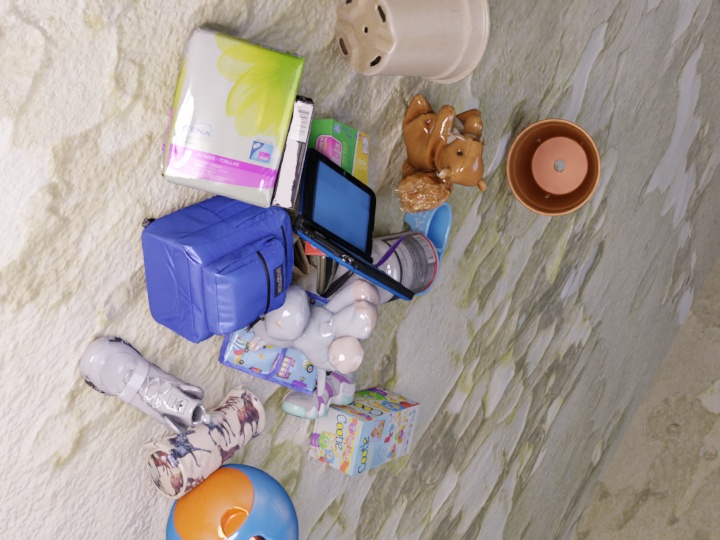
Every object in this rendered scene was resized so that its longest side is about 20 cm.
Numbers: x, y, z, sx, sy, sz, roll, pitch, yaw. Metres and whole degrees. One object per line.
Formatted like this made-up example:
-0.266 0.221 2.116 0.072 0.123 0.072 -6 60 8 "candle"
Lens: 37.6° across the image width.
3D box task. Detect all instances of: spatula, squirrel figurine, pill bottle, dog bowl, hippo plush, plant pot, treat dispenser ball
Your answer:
0.000 0.000 1.694 0.021 0.199 0.056 56 34 -2 "spatula"
0.146 -0.180 1.823 0.140 0.187 0.202 16 115 -31 "squirrel figurine"
0.041 -0.003 1.831 0.199 0.113 0.116 -13 117 -54 "pill bottle"
0.118 -0.046 1.992 0.111 0.049 0.203 7 100 -59 "dog bowl"
-0.074 0.067 1.565 0.200 0.159 0.161 -39 -152 65 "hippo plush"
0.420 -0.222 2.265 0.140 0.197 0.203 -21 124 -71 "plant pot"
0.066 -0.378 1.624 0.182 0.199 0.204 -17 121 -40 "plant pot"
-0.190 0.393 1.582 0.200 0.199 0.204 -33 133 -46 "treat dispenser ball"

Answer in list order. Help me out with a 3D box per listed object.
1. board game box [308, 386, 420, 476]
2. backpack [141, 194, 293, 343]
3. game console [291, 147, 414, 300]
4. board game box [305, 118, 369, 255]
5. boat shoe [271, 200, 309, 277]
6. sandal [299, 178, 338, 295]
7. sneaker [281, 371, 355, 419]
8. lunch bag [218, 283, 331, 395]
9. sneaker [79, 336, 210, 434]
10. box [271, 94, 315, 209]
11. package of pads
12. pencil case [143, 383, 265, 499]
0.009 0.291 1.943 0.199 0.102 0.107 -5 111 -57 "board game box"
-0.173 -0.005 1.436 0.199 0.166 0.165 -32 138 -43 "backpack"
0.001 -0.064 1.535 0.199 0.170 0.119 28 94 -54 "game console"
-0.034 -0.121 1.640 0.153 0.040 0.204 5 86 -68 "board game box"
-0.120 -0.062 1.575 0.072 0.075 0.201 -57 146 -22 "boat shoe"
-0.073 -0.060 1.676 0.080 0.056 0.204 -53 139 -56 "sandal"
-0.065 0.166 1.796 0.199 0.077 0.142 -16 118 -65 "sneaker"
-0.138 0.089 1.639 0.199 0.093 0.153 25 86 -47 "lunch bag"
-0.277 0.154 1.401 0.076 0.114 0.200 -63 148 -14 "sneaker"
-0.094 -0.172 1.494 0.200 0.035 0.145 -112 -147 -77 "box"
-0.170 -0.198 1.367 0.152 0.068 0.203 13 97 -15 "package of pads"
-0.226 0.248 1.569 0.199 0.077 0.091 -34 110 -46 "pencil case"
